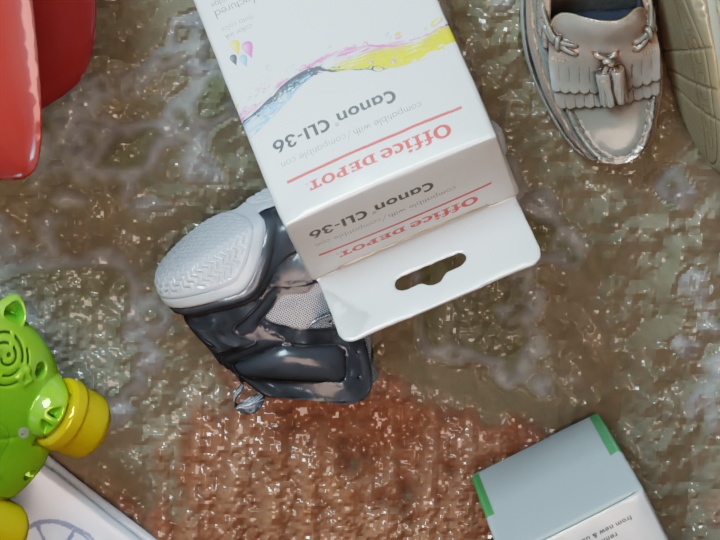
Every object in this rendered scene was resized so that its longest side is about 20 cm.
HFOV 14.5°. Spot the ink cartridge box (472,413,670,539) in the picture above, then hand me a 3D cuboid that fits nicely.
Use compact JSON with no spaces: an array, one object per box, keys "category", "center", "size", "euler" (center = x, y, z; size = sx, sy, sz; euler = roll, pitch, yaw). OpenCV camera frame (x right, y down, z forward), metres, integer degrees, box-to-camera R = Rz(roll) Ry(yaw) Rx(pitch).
[{"category":"ink cartridge box","center":[0.145,0.197,1.518],"size":[0.084,0.146,0.200],"euler":[-27,105,2]}]

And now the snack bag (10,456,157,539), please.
[{"category":"snack bag","center":[-0.177,0.222,1.565],"size":[0.189,0.021,0.200],"euler":[38,98,-11]}]

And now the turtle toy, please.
[{"category":"turtle toy","center":[-0.237,0.089,1.486],"size":[0.146,0.101,0.200],"euler":[30,103,-34]}]

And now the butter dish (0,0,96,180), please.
[{"category":"butter dish","center":[-0.200,-0.157,1.415],"size":[0.200,0.148,0.200],"euler":[7,107,38]}]

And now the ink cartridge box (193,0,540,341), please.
[{"category":"ink cartridge box","center":[0.003,-0.076,1.421],"size":[0.116,0.068,0.200],"euler":[-24,61,2]}]

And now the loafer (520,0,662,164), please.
[{"category":"loafer","center":[0.119,-0.147,1.473],"size":[0.072,0.063,0.200],"euler":[-10,104,-2]}]

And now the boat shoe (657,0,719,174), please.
[{"category":"boat shoe","center":[0.190,-0.148,1.474],"size":[0.065,0.072,0.200],"euler":[-17,106,-13]}]

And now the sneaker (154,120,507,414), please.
[{"category":"sneaker","center":[0.000,0.000,1.500],"size":[0.200,0.075,0.114],"euler":[-26,109,4]}]
